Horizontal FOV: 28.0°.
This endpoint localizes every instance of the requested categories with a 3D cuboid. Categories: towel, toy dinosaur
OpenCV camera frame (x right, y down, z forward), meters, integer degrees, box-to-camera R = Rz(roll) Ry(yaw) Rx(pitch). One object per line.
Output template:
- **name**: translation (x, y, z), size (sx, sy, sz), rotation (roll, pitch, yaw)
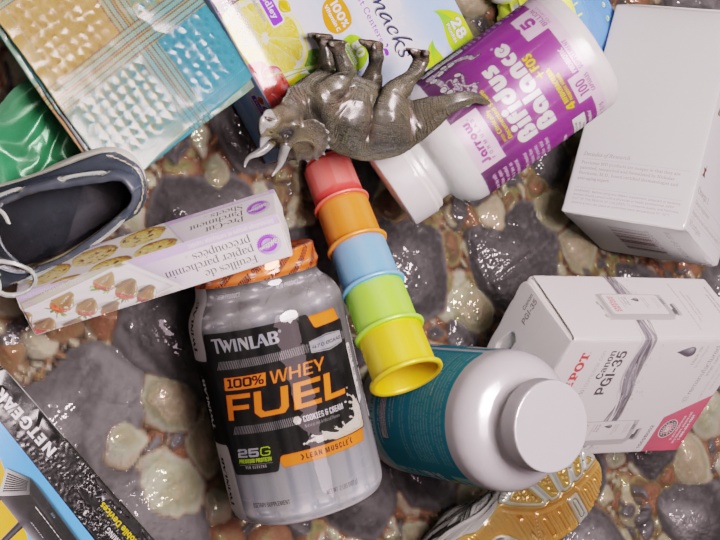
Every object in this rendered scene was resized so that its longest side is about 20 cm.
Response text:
- **towel**: translation (-0.182, -0.178, 1.043), size (0.147, 0.022, 0.200), rotation (-40, 103, -24)
- **toy dinosaur**: translation (0.000, -0.125, 1.108), size (0.199, 0.077, 0.103), rotation (2, 104, -30)

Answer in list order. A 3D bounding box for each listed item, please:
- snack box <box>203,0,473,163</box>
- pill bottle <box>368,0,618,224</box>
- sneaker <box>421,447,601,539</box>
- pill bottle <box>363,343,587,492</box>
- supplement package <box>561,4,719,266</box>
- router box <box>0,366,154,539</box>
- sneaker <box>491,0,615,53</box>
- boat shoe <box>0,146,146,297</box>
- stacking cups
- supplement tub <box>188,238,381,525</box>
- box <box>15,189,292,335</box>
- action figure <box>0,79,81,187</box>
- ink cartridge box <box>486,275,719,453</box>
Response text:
- **snack box**: translation (-0.029, -0.209, 1.163), size (0.200, 0.068, 0.169), rotation (-38, 108, -26)
- **pill bottle**: translation (0.102, -0.128, 1.188), size (0.200, 0.112, 0.112), rotation (-36, 109, 0)
- **sneaker**: translation (0.112, 0.209, 1.227), size (0.200, 0.088, 0.076), rotation (-33, 105, -17)
- **pill bottle**: translation (0.091, 0.116, 1.154), size (0.110, 0.200, 0.111), rotation (0, 90, -30)
- **supplement package**: translation (0.274, -0.121, 1.290), size (0.117, 0.117, 0.201), rotation (30, 73, -57)
- **router box**: translation (-0.244, 0.188, 0.999), size (0.149, 0.051, 0.200), rotation (-46, 111, -23)
- **sneaker**: translation (0.168, -0.247, 1.285), size (0.105, 0.076, 0.201), rotation (-27, 111, -40)
- **boat shoe**: translation (-0.240, -0.022, 1.000), size (0.199, 0.062, 0.075), rotation (-21, 107, 1)
- **stacking cups**: translation (0.000, 0.000, 1.144), size (0.060, 0.061, 0.201), rotation (-8, 61, -30)
- **supplement tub**: translation (-0.061, 0.083, 1.110), size (0.122, 0.122, 0.201), rotation (-17, 98, -29)
- **box**: translation (-0.150, -0.006, 1.047), size (0.199, 0.041, 0.039), rotation (-17, 124, 3)
- **action figure**: translation (-0.202, -0.135, 1.069), size (0.118, 0.055, 0.201), rotation (32, 75, -24)
- **ink cartridge box**: translation (0.212, 0.084, 1.255), size (0.199, 0.083, 0.147), rotation (1, 130, -31)
